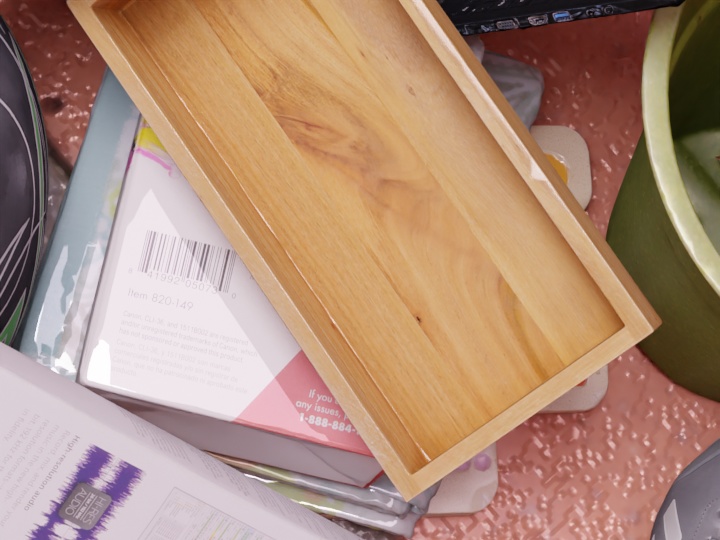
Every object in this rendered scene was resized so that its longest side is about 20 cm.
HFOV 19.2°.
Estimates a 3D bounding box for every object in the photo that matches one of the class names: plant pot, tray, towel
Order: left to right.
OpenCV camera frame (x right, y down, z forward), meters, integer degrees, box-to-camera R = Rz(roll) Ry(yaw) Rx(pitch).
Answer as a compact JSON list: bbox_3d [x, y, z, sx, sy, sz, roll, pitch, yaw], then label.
[{"bbox_3d":[-0.032,-0.011,0.824,0.171,0.048,0.201,17,74,-6],"label":"towel"},{"bbox_3d":[0.001,-0.036,0.700,0.099,0.037,0.200,-36,84,14],"label":"tray"},{"bbox_3d":[0.174,-0.027,0.802,0.199,0.190,0.201,3,75,-10],"label":"plant pot"}]

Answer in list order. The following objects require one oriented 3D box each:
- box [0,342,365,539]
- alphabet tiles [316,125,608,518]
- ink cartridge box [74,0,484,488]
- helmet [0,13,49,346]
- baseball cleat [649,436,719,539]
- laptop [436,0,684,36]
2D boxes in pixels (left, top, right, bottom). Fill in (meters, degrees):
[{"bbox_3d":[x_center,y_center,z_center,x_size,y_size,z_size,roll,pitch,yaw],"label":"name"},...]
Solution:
[{"bbox_3d":[-0.100,0.118,0.721,0.200,0.036,0.145,33,97,-30],"label":"box"},{"bbox_3d":[0.000,0.000,0.855,0.195,0.015,0.201,-1,75,-8],"label":"alphabet tiles"},{"bbox_3d":[-0.026,-0.034,0.771,0.116,0.068,0.201,15,73,-7],"label":"ink cartridge box"},{"bbox_3d":[-0.201,-0.024,0.736,0.190,0.200,0.201,-13,77,-5],"label":"helmet"},{"bbox_3d":[0.131,0.140,0.793,0.070,0.106,0.200,37,76,-13],"label":"baseball cleat"},{"bbox_3d":[0.069,-0.169,0.748,0.177,0.200,0.104,-43,115,-30],"label":"laptop"}]
